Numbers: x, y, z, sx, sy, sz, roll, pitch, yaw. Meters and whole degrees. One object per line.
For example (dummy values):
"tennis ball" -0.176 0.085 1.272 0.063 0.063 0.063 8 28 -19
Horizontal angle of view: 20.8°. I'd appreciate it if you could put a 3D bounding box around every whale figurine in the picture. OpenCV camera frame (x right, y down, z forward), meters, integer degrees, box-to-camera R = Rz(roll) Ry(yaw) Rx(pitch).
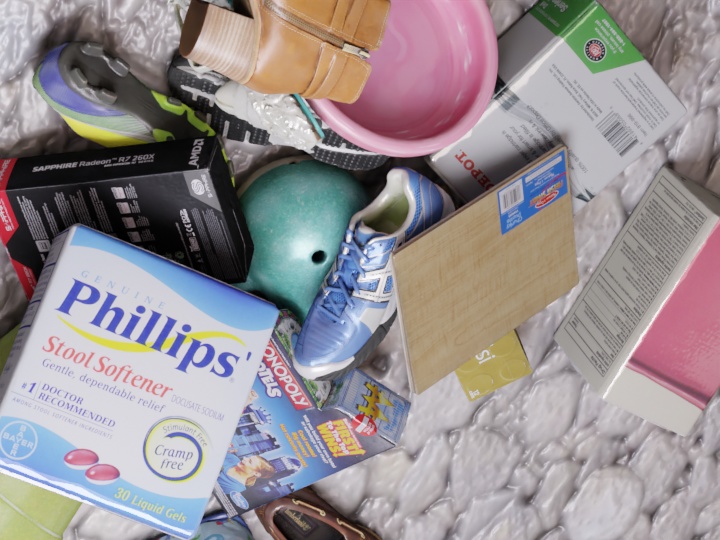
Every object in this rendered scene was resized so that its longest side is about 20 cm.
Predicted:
"whale figurine" -0.043 0.002 1.715 0.158 0.104 0.201 -11 115 -12

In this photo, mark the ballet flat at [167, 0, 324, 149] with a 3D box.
"ballet flat" -0.101 -0.169 1.599 0.072 0.072 0.200 -29 74 -9

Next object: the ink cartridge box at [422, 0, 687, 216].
"ink cartridge box" 0.161 -0.132 1.725 0.200 0.083 0.147 -42 119 5

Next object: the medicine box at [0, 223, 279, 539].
"medicine box" -0.189 0.089 1.571 0.181 0.103 0.201 22 81 -13

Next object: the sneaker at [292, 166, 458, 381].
"sneaker" 0.000 0.000 1.634 0.200 0.076 0.077 -57 142 -13

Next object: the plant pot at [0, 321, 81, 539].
"plant pot" -0.285 0.135 1.678 0.190 0.200 0.200 -49 118 -6

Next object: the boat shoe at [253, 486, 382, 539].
"boat shoe" -0.029 0.265 1.860 0.070 0.070 0.200 -46 119 6

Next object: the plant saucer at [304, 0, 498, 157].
"plant saucer" 0.019 -0.188 1.633 0.200 0.051 0.202 8 73 -27

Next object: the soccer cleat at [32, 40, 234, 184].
"soccer cleat" -0.188 -0.118 1.646 0.200 0.084 0.065 40 57 -26

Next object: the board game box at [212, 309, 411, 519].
"board game box" -0.069 0.115 1.731 0.199 0.062 0.200 -13 122 25

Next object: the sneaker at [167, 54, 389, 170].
"sneaker" -0.066 -0.149 1.671 0.199 0.080 0.074 17 151 -10

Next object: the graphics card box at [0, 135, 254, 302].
"graphics card box" -0.199 -0.041 1.630 0.199 0.051 0.126 -5 129 15

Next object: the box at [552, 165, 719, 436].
"box" 0.289 0.028 1.809 0.109 0.128 0.201 24 106 -25

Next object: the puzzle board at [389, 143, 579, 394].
"puzzle board" 0.107 -0.003 1.672 0.200 0.017 0.151 -33 132 -27

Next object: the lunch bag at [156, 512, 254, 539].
"lunch bag" -0.172 0.331 1.840 0.199 0.083 0.161 -25 117 -4

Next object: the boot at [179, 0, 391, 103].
"boot" -0.039 -0.230 1.512 0.154 0.074 0.201 14 110 -29

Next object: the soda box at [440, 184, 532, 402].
"soda box" 0.088 0.023 1.760 0.067 0.064 0.200 -25 131 3
